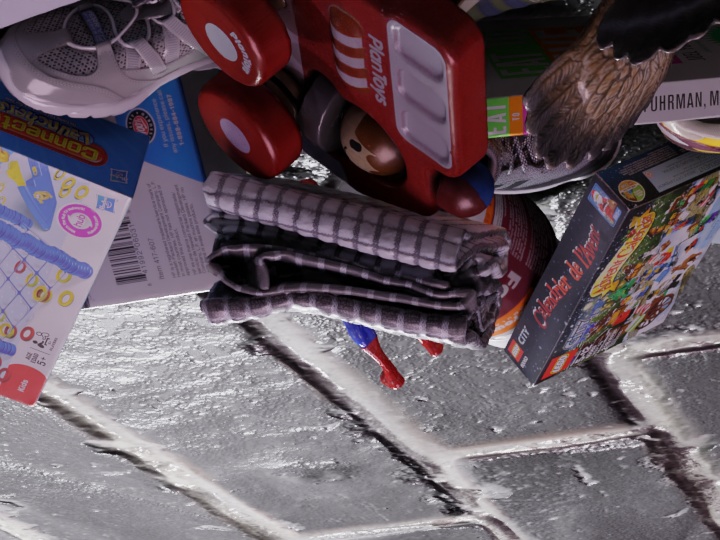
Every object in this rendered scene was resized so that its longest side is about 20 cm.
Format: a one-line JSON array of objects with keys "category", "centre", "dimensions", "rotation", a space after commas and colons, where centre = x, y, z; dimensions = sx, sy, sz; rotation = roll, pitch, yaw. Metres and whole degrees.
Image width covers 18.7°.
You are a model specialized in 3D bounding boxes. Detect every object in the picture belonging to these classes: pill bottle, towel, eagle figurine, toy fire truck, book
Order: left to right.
[{"category": "towel", "centre": [0.000, 0.000, 1.300], "dimensions": [0.165, 0.086, 0.200], "rotation": [12, -176, 9]}, {"category": "toy fire truck", "centre": [0.002, -0.102, 1.184], "dimensions": [0.112, 0.168, 0.200], "rotation": [-40, 152, -21]}, {"category": "pill bottle", "centre": [0.074, -0.017, 1.561], "dimensions": [0.114, 0.114, 0.200], "rotation": [-13, 157, 24]}, {"category": "book", "centre": [0.141, -0.114, 1.292], "dimensions": [0.200, 0.048, 0.134], "rotation": [-6, -159, -8]}, {"category": "eagle figurine", "centre": [0.145, -0.160, 1.082], "dimensions": [0.151, 0.200, 0.152], "rotation": [-14, 156, 25]}]

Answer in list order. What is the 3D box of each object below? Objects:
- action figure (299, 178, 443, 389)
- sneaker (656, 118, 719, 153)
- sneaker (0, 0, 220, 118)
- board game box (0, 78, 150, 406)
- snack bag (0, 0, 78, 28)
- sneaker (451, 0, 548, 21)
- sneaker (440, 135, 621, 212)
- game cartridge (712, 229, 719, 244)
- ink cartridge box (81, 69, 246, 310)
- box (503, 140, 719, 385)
[{"category": "action figure", "centre": [-0.028, -0.011, 1.594], "dimensions": [0.065, 0.099, 0.200], "rotation": [-40, 115, -2]}, {"category": "sneaker", "centre": [0.286, -0.106, 1.386], "dimensions": [0.200, 0.075, 0.090], "rotation": [-7, 180, 9]}, {"category": "sneaker", "centre": [-0.115, -0.149, 1.240], "dimensions": [0.200, 0.075, 0.082], "rotation": [-21, 153, -28]}, {"category": "board game box", "centre": [-0.250, -0.030, 1.289], "dimensions": [0.196, 0.056, 0.200], "rotation": [21, 132, -10]}, {"category": "snack bag", "centre": [-0.192, -0.163, 1.093], "dimensions": [0.188, 0.021, 0.200], "rotation": [-16, 162, 22]}, {"category": "sneaker", "centre": [0.085, -0.168, 1.237], "dimensions": [0.090, 0.067, 0.200], "rotation": [2, 163, -28]}, {"category": "sneaker", "centre": [0.086, -0.075, 1.395], "dimensions": [0.200, 0.076, 0.114], "rotation": [0, -164, -17]}, {"category": "game cartridge", "centre": [0.319, -0.064, 1.580], "dimensions": [0.133, 0.042, 0.200], "rotation": [10, 156, -19]}, {"category": "ink cartridge box", "centre": [-0.180, -0.055, 1.379], "dimensions": [0.200, 0.146, 0.084], "rotation": [-8, -161, 16]}, {"category": "box", "centre": [0.191, -0.013, 1.535], "dimensions": [0.136, 0.038, 0.200], "rotation": [-24, 153, -33]}]
